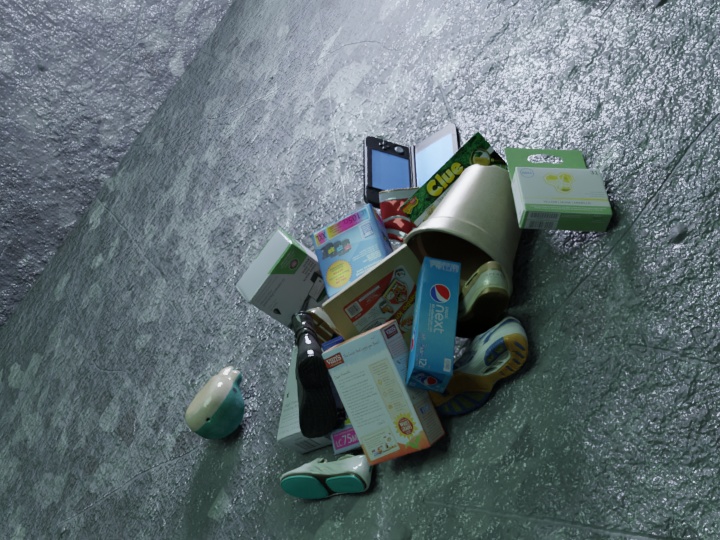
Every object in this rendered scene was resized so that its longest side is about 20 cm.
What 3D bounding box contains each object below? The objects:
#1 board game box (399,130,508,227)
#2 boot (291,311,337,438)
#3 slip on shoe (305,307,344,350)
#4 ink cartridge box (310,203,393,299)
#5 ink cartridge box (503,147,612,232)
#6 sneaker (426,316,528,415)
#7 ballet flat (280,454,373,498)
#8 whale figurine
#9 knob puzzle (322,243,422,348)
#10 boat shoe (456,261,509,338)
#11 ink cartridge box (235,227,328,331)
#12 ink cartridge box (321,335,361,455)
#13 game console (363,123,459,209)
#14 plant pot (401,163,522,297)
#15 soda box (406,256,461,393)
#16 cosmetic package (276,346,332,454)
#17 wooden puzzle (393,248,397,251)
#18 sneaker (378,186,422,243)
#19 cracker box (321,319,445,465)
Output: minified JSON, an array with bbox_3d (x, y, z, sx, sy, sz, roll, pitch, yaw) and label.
[{"bbox_3d":[0.176,-0.147,1.704,0.200,0.105,0.023,-45,-1,4],"label":"board game box"},{"bbox_3d":[-0.083,0.181,1.622,0.133,0.068,0.203,-107,16,-53],"label":"boot"},{"bbox_3d":[-0.025,0.141,1.710,0.199,0.060,0.077,40,121,23],"label":"slip on shoe"},{"bbox_3d":[0.000,0.000,1.707,0.135,0.076,0.203,-26,59,13],"label":"ink cartridge box"},{"bbox_3d":[0.317,-0.149,1.517,0.048,0.142,0.203,97,174,-48],"label":"ink cartridge box"},{"bbox_3d":[0.188,0.153,1.487,0.199,0.075,0.089,-38,18,23],"label":"sneaker"},{"bbox_3d":[-0.053,0.354,1.617,0.197,0.069,0.071,-16,49,39],"label":"ballet flat"},{"bbox_3d":[-0.293,0.280,1.968,0.159,0.103,0.200,-47,10,13],"label":"whale figurine"},{"bbox_3d":[0.056,0.078,1.581,0.220,0.219,0.031,-49,24,7],"label":"knob puzzle"},{"bbox_3d":[0.190,0.050,1.498,0.201,0.072,0.068,122,154,-61],"label":"boat shoe"},{"bbox_3d":[-0.125,0.035,1.855,0.147,0.199,0.084,-53,36,3],"label":"ink cartridge box"},{"bbox_3d":[-0.016,0.209,1.631,0.118,0.042,0.204,-25,70,37],"label":"ink cartridge box"},{"bbox_3d":[0.101,-0.217,1.871,0.119,0.167,0.203,120,158,-43],"label":"game console"},{"bbox_3d":[0.195,-0.068,1.572,0.198,0.201,0.185,-8,43,48],"label":"plant pot"},{"bbox_3d":[0.116,0.084,1.470,0.068,0.063,0.203,104,176,-58],"label":"soda box"},{"bbox_3d":[-0.088,0.231,1.751,0.101,0.074,0.203,-25,45,36],"label":"cosmetic package"},{"bbox_3d":[0.058,0.048,1.756,0.184,0.046,0.202,4,60,52],"label":"wooden puzzle"},{"bbox_3d":[0.133,-0.102,1.761,0.196,0.071,0.115,-5,87,18],"label":"sneaker"},{"bbox_3d":[0.036,0.198,1.502,0.133,0.203,0.057,-24,-1,37],"label":"cracker box"}]
